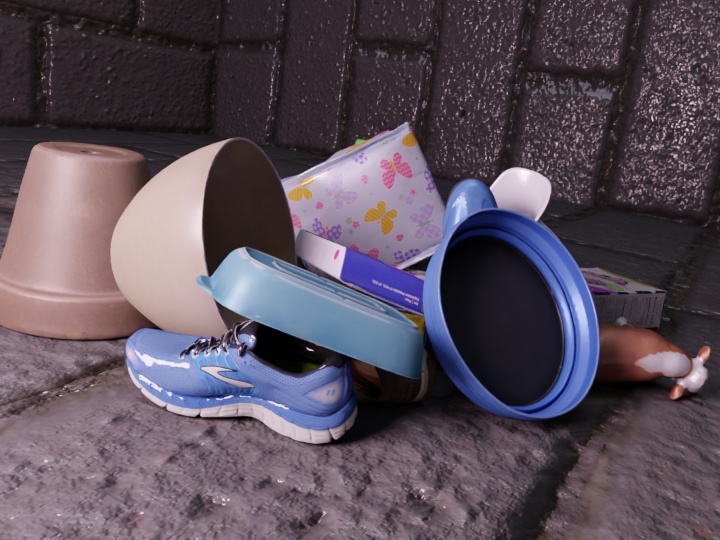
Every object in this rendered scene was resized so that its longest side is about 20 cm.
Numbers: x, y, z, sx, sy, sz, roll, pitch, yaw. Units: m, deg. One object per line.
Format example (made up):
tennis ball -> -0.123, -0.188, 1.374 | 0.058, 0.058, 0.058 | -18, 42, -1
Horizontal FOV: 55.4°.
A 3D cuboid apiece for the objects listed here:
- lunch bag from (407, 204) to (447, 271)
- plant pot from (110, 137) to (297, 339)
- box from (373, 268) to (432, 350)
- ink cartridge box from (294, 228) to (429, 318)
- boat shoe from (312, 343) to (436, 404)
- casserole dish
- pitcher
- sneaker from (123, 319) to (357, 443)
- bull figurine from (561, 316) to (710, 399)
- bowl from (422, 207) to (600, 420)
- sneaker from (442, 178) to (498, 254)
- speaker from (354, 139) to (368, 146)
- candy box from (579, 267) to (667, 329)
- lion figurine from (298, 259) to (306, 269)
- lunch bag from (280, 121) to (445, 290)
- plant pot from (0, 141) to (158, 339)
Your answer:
lunch bag -> 0.157, -0.043, 1.040 | 0.161, 0.120, 0.200 | -15, 6, 15
plant pot -> -0.160, -0.017, 0.666 | 0.132, 0.204, 0.200 | -6, 10, 16
box -> 0.058, 0.051, 0.793 | 0.069, 0.066, 0.200 | 10, 14, 13
ink cartridge box -> 0.000, 0.000, 0.699 | 0.094, 0.038, 0.200 | 23, 3, -23
boat shoe -> -0.018, 0.067, 0.670 | 0.074, 0.076, 0.201 | -11, 23, -38
casserole dish -> -0.031, 0.029, 0.544 | 0.197, 0.039, 0.121 | 22, 3, -18
pitcher -> 0.173, 0.006, 0.823 | 0.171, 0.201, 0.121 | -36, 43, -7
sneaker -> -0.096, 0.069, 0.552 | 0.196, 0.091, 0.079 | 9, 28, 9
bull figurine -> 0.283, 0.091, 0.760 | 0.196, 0.066, 0.121 | 7, 9, -13
bowl -> 0.143, 0.041, 0.650 | 0.198, 0.204, 0.039 | -1, -19, -33
sneaker -> 0.115, 0.007, 0.707 | 0.065, 0.204, 0.078 | 4, 6, 3
speaker -> 0.015, -0.101, 1.086 | 0.087, 0.204, 0.089 | 8, 11, -2
candy box -> 0.321, 0.040, 0.994 | 0.197, 0.062, 0.136 | 0, 15, -30
lion figurine -> -0.007, -0.054, 0.995 | 0.196, 0.125, 0.073 | -6, -24, 12
lunch bag -> 0.003, -0.076, 0.900 | 0.197, 0.172, 0.127 | -26, 7, 1
plant pot -> -0.291, -0.041, 0.736 | 0.196, 0.178, 0.200 | 9, 14, -2
